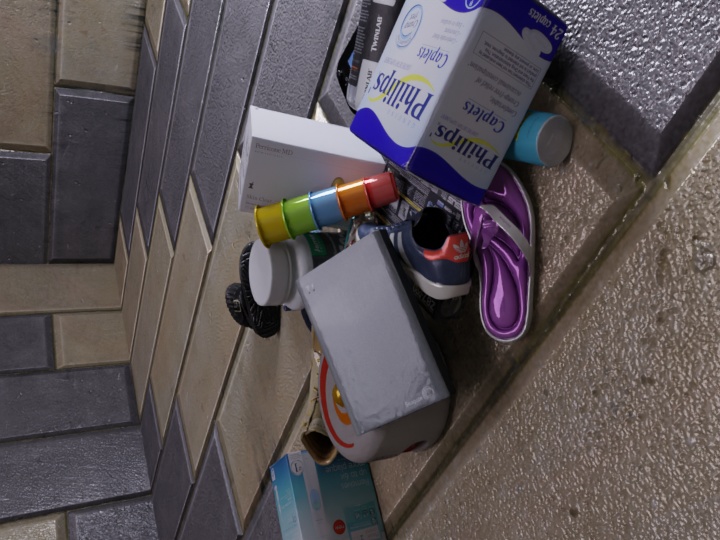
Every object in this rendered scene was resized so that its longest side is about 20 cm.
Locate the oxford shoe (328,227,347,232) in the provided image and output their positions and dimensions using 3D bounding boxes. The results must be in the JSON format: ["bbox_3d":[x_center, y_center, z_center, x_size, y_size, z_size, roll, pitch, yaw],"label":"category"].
[{"bbox_3d":[-0.069,-0.123,1.092,0.072,0.072,0.203,-63,40,39],"label":"oxford shoe"}]

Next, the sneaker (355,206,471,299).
[{"bbox_3d":[0.064,-0.042,0.764,0.198,0.073,0.087,30,125,47],"label":"sneaker"}]

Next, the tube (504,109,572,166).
[{"bbox_3d":[0.154,-0.161,0.723,0.078,0.050,0.199,-54,32,-2],"label":"tube"}]

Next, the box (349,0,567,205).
[{"bbox_3d":[0.096,-0.207,0.702,0.204,0.103,0.184,-65,28,14],"label":"box"}]

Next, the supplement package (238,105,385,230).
[{"bbox_3d":[-0.079,-0.154,0.949,0.157,0.194,0.114,-109,31,-59],"label":"supplement package"}]

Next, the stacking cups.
[{"bbox_3d":[-0.043,-0.084,0.858,0.060,0.194,0.062,-14,-91,-85],"label":"stacking cups"}]

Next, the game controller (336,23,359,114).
[{"bbox_3d":[0.020,-0.333,0.960,0.200,0.041,0.107,-48,50,51],"label":"game controller"}]

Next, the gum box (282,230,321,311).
[{"bbox_3d":[-0.132,-0.055,1.235,0.171,0.043,0.204,-58,42,45],"label":"gum box"}]

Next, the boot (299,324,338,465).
[{"bbox_3d":[-0.053,0.180,0.977,0.157,0.070,0.205,-75,-12,-54],"label":"boot"}]

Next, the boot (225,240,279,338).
[{"bbox_3d":[-0.245,0.035,1.386,0.157,0.077,0.218,20,116,59],"label":"boot"}]

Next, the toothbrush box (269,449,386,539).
[{"bbox_3d":[-0.049,0.390,0.999,0.085,0.143,0.205,-46,51,50],"label":"toothbrush box"}]

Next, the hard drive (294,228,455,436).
[{"bbox_3d":[0.014,0.075,0.747,0.138,0.033,0.205,-29,80,30],"label":"hard drive"}]

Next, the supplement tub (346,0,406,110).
[{"bbox_3d":[0.054,-0.306,0.820,0.122,0.119,0.206,41,126,52],"label":"supplement tub"}]

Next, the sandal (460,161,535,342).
[{"bbox_3d":[0.154,-0.024,0.695,0.080,0.049,0.210,-11,89,27],"label":"sandal"}]

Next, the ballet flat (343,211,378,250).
[{"bbox_3d":[0.000,0.000,0.858,0.062,0.076,0.204,9,62,21],"label":"ballet flat"}]

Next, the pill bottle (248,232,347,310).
[{"bbox_3d":[-0.062,0.000,0.958,0.112,0.195,0.117,6,97,59],"label":"pill bottle"}]

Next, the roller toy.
[{"bbox_3d":[0.024,0.164,0.868,0.199,0.136,0.188,37,123,53],"label":"roller toy"}]

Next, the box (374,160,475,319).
[{"bbox_3d":[0.084,-0.057,0.848,0.200,0.048,0.165,46,128,50],"label":"box"}]

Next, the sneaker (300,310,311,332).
[{"bbox_3d":[-0.061,0.030,1.096,0.072,0.082,0.206,13,122,32],"label":"sneaker"}]
